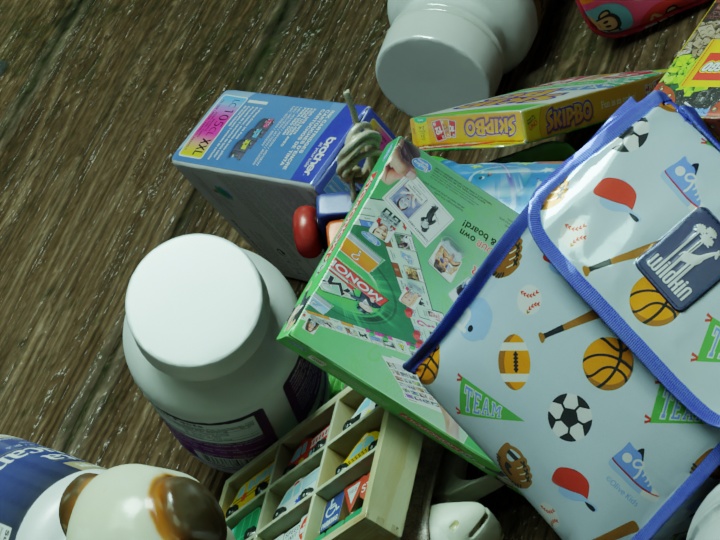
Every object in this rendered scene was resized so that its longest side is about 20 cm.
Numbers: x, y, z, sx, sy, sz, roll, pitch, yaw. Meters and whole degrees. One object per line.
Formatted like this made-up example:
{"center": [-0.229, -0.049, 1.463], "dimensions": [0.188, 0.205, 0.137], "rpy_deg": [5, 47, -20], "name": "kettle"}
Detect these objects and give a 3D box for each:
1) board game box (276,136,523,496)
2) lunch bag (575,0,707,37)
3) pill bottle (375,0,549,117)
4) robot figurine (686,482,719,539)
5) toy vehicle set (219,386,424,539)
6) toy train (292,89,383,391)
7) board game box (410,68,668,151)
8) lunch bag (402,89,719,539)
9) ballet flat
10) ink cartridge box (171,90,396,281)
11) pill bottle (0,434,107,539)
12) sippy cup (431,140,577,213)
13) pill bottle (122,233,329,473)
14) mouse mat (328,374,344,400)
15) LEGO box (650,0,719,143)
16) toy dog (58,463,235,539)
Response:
{"center": [0.069, 0.034, 1.224], "dimensions": [0.135, 0.199, 0.029], "rpy_deg": [-60, 11, -14], "name": "board game box"}
{"center": [0.201, -0.275, 1.494], "dimensions": [0.175, 0.200, 0.082], "rpy_deg": [-24, 36, 14], "name": "lunch bag"}
{"center": [0.083, -0.207, 1.602], "dimensions": [0.114, 0.115, 0.201], "rpy_deg": [-10, 41, 36], "name": "pill bottle"}
{"center": [0.205, 0.170, 1.012], "dimensions": [0.169, 0.113, 0.201], "rpy_deg": [-22, 35, 33], "name": "robot figurine"}
{"center": [-0.032, 0.141, 1.280], "dimensions": [0.200, 0.026, 0.125], "rpy_deg": [-39, 27, 42], "name": "toy vehicle set"}
{"center": [0.000, 0.000, 1.341], "dimensions": [0.084, 0.201, 0.116], "rpy_deg": [-6, 47, 5], "name": "toy train"}
{"center": [0.121, -0.106, 1.421], "dimensions": [0.095, 0.030, 0.200], "rpy_deg": [-1, 15, 43], "name": "board game box"}
{"center": [0.146, 0.033, 1.095], "dimensions": [0.170, 0.124, 0.200], "rpy_deg": [48, 117, 18], "name": "lunch bag"}
{"center": [0.052, 0.135, 1.252], "dimensions": [0.067, 0.068, 0.201], "rpy_deg": [-11, 42, 23], "name": "ballet flat"}
{"center": [-0.017, -0.049, 1.478], "dimensions": [0.200, 0.137, 0.076], "rpy_deg": [15, 64, 51], "name": "ink cartridge box"}
{"center": [-0.194, 0.177, 1.389], "dimensions": [0.199, 0.111, 0.111], "rpy_deg": [11, 56, 49], "name": "pill bottle"}
{"center": [0.105, -0.010, 1.333], "dimensions": [0.130, 0.140, 0.179], "rpy_deg": [-9, 71, 22], "name": "sippy cup"}
{"center": [-0.085, 0.050, 1.332], "dimensions": [0.112, 0.200, 0.113], "rpy_deg": [-2, 70, 6], "name": "pill bottle"}
{"center": [-0.009, 0.105, 1.400], "dimensions": [0.160, 0.008, 0.201], "rpy_deg": [-16, 37, 30], "name": "mouse mat"}
{"center": [0.256, -0.065, 1.178], "dimensions": [0.077, 0.200, 0.149], "rpy_deg": [7, 53, 48], "name": "LEGO box"}
{"center": [-0.134, 0.208, 1.199], "dimensions": [0.139, 0.193, 0.201], "rpy_deg": [-8, 63, 50], "name": "toy dog"}
